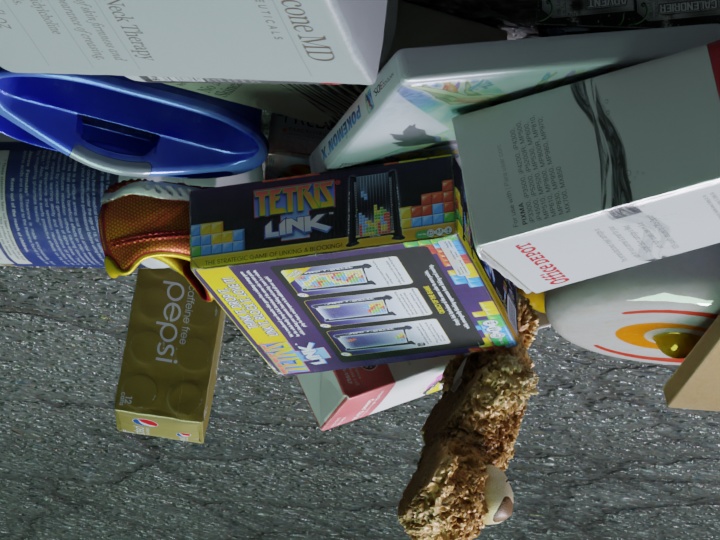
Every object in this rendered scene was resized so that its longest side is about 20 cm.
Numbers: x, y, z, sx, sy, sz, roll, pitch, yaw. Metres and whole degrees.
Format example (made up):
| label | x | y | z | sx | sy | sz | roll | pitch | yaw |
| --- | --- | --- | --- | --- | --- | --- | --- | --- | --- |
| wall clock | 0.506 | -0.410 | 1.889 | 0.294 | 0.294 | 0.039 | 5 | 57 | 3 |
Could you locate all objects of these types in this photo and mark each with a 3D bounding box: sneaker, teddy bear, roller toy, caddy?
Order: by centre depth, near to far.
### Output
| label | x | y | z | sx | sy | sz | roll | pitch | yaw |
| --- | --- | --- | --- | --- | --- | --- | --- | --- | --- |
| caddy | -0.152 | -0.112 | 1.698 | 0.199 | 0.106 | 0.141 | 14 | 163 | -18 |
| sneaker | -0.078 | -0.018 | 1.752 | 0.199 | 0.078 | 0.073 | 1 | 176 | -20 |
| teddy bear | 0.082 | 0.105 | 1.765 | 0.067 | 0.200 | 0.145 | 29 | 115 | -7 |
| roller toy | 0.213 | -0.010 | 1.789 | 0.199 | 0.141 | 0.183 | 7 | 164 | -6 |

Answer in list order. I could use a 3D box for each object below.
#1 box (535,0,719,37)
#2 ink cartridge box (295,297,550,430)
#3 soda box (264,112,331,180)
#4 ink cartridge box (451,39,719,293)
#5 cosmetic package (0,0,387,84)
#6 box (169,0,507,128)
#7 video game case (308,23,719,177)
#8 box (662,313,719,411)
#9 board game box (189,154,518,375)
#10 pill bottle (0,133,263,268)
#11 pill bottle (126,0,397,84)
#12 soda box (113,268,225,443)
| label | x | y | z | sx | sy | sz | roll | pitch | yaw |
| --- | --- | --- | --- | --- | --- | --- | --- | --- | --- |
| box | 0.187 | -0.123 | 1.626 | 0.136 | 0.040 | 0.200 | 2 | 161 | 13 |
| ink cartridge box | 0.043 | 0.023 | 1.888 | 0.199 | 0.117 | 0.068 | -17 | 163 | -26 |
| soda box | -0.032 | -0.073 | 1.832 | 0.063 | 0.069 | 0.200 | 8 | 163 | -1 |
| ink cartridge box | 0.167 | -0.062 | 1.532 | 0.199 | 0.083 | 0.147 | -15 | 166 | 13 |
| cosmetic package | -0.093 | -0.199 | 1.300 | 0.199 | 0.167 | 0.167 | 3 | 162 | 12 |
| box | -0.015 | -0.131 | 1.641 | 0.199 | 0.069 | 0.082 | 13 | 162 | -19 |
| video game case | 0.088 | -0.095 | 1.554 | 0.199 | 0.022 | 0.182 | -6 | 165 | -19 |
| box | 0.304 | 0.036 | 1.710 | 0.162 | 0.021 | 0.200 | 4 | 148 | -17 |
| board game box | 0.000 | 0.000 | 1.653 | 0.164 | 0.057 | 0.200 | -6 | 158 | 12 |
| pill bottle | -0.173 | -0.057 | 1.874 | 0.199 | 0.112 | 0.111 | 1 | 161 | 22 |
| pill bottle | -0.086 | -0.161 | 1.509 | 0.199 | 0.111 | 0.111 | 2 | 162 | 19 |
| soda box | -0.130 | 0.020 | 1.949 | 0.067 | 0.201 | 0.064 | 9 | 163 | 0 |
